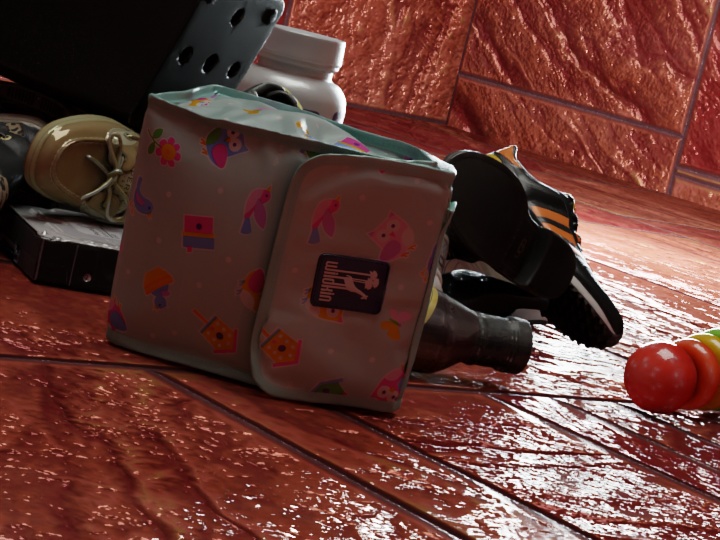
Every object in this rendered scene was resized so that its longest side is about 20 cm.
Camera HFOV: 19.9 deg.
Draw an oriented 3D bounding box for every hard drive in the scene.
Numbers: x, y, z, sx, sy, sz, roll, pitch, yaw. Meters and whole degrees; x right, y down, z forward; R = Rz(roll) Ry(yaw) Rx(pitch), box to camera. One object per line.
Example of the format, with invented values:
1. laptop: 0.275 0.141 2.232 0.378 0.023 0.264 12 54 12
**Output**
1. hard drive: -0.162 -0.008 1.547 0.199 0.038 0.140 10 8 -22

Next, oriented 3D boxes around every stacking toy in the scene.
1. stacking toy: 0.273 0.080 1.577 0.200 0.086 0.085 -5 19 -45

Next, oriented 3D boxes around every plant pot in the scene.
1. plant pot: -0.183 -0.211 1.646 0.177 0.200 0.200 37 11 19

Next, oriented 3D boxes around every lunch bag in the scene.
1. lunch bag: -0.045 -0.013 1.297 0.199 0.171 0.122 18 15 19

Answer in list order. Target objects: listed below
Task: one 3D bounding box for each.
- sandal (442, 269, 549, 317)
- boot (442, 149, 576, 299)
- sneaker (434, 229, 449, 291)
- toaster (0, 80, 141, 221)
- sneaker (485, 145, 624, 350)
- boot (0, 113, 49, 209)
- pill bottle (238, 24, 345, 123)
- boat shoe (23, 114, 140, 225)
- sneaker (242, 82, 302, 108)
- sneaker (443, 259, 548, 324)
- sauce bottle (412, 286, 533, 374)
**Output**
1. sandal: 0.087 0.032 1.673 0.075 0.045 0.200 19 12 30
2. boot: 0.069 -0.046 1.679 0.174 0.069 0.200 22 -16 44
3. sneaker: -0.021 -0.041 1.517 0.199 0.088 0.074 23 -35 6
4. toaster: -0.248 -0.087 1.689 0.200 0.114 0.129 21 7 35
5. sneaker: 0.169 -0.026 1.768 0.200 0.090 0.070 46 -28 8
6. boot: -0.336 -0.071 1.542 0.199 0.073 0.151 1 18 6
7. pill bottle: -0.077 -0.128 1.936 0.112 0.201 0.112 14 7 -2
8. boat shoe: -0.169 -0.069 1.565 0.063 0.074 0.200 28 11 38
9. sneaker: -0.072 -0.108 1.642 0.075 0.085 0.200 51 18 1
10. sneaker: 0.117 -0.013 1.885 0.075 0.087 0.200 6 9 -33
11. sauce bottle: 0.025 0.038 1.447 0.199 0.066 0.066 10 9 -24
